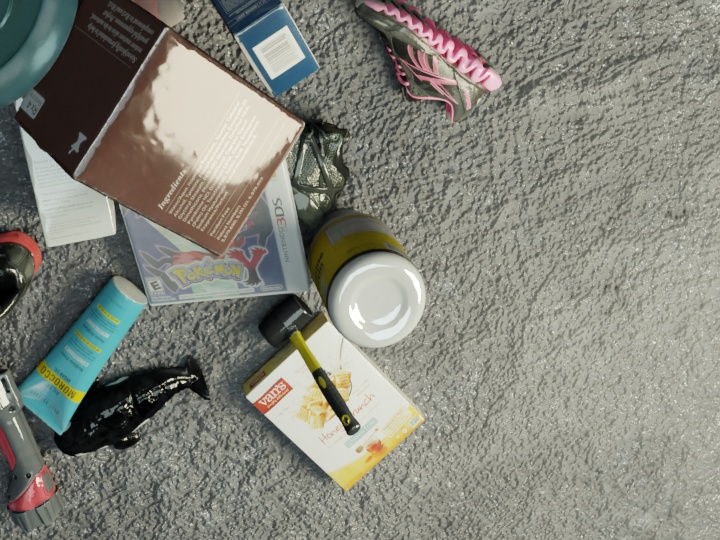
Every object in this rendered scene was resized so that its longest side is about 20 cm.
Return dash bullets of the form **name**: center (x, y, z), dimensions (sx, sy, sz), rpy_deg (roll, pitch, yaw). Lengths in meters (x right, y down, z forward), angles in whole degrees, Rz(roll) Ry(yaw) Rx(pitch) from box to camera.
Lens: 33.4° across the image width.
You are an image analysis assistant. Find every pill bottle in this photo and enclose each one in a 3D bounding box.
- **pill bottle**: center (0.000, 0.000, 1.384), dimensions (0.110, 0.200, 0.113), rpy_deg (-4, 112, -11)

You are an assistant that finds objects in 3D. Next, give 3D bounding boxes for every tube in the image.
- **tube**: center (-0.331, 0.098, 1.431), dimensions (0.077, 0.050, 0.201), rpy_deg (40, 102, 6)

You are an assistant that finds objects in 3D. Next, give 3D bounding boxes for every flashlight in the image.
- **flashlight**: center (-0.422, 0.215, 1.448), dimensions (0.067, 0.068, 0.202), rpy_deg (-30, 113, -28)

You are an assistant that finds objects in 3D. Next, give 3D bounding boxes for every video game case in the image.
- **video game case**: center (-0.168, -0.045, 1.377), dimensions (0.197, 0.023, 0.184), rpy_deg (-5, 124, 8)

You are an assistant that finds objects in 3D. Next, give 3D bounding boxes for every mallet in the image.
- **mallet**: center (-0.063, 0.121, 1.433), dimensions (0.066, 0.201, 0.041), rpy_deg (-35, 147, 12)

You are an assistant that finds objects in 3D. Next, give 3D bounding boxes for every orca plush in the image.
- **orca plush**: center (-0.279, 0.180, 1.460), dimensions (0.197, 0.071, 0.106), rpy_deg (-13, 113, -8)

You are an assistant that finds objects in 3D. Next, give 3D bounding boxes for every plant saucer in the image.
- **plant saucer**: center (-0.367, -0.261, 1.208), dimensions (0.201, 0.200, 0.027), rpy_deg (-50, 149, 9)

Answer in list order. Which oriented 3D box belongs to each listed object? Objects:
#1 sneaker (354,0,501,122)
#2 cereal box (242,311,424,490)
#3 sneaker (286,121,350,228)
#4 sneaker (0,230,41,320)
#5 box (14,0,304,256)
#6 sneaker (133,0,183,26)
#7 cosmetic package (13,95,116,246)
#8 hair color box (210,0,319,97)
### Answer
- **sneaker**: center (0.065, -0.241, 1.382), dimensions (0.199, 0.079, 0.096), rpy_deg (31, 113, -21)
- **cereal box**: center (-0.033, 0.169, 1.530), dimensions (0.144, 0.040, 0.200), rpy_deg (-43, 114, 5)
- **sneaker**: center (-0.088, -0.152, 1.376), dimensions (0.199, 0.076, 0.114), rpy_deg (41, 90, -22)
- **sneaker**: center (-0.448, 0.037, 1.350), dimensions (0.199, 0.098, 0.071), rpy_deg (-35, 117, 3)
- **box**: center (-0.198, -0.148, 1.193), dimensions (0.199, 0.166, 0.165), rpy_deg (30, 96, -45)
- **sneaker**: center (-0.246, -0.338, 1.262), dimensions (0.103, 0.076, 0.202), rpy_deg (-19, 122, 0)
- **cosmetic package**: center (-0.323, -0.141, 1.303), dimensions (0.080, 0.113, 0.202), rpy_deg (-12, 112, -9)
- **hair color box**: center (-0.122, -0.281, 1.235), dimensions (0.060, 0.201, 0.100), rpy_deg (-32, 143, 1)
